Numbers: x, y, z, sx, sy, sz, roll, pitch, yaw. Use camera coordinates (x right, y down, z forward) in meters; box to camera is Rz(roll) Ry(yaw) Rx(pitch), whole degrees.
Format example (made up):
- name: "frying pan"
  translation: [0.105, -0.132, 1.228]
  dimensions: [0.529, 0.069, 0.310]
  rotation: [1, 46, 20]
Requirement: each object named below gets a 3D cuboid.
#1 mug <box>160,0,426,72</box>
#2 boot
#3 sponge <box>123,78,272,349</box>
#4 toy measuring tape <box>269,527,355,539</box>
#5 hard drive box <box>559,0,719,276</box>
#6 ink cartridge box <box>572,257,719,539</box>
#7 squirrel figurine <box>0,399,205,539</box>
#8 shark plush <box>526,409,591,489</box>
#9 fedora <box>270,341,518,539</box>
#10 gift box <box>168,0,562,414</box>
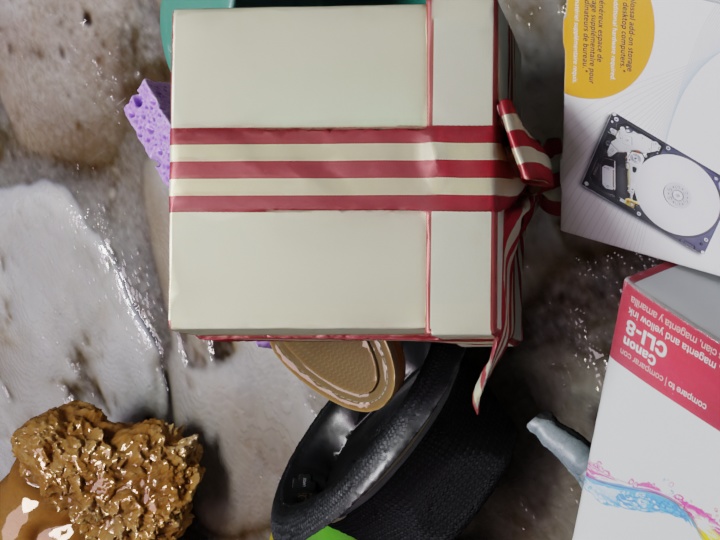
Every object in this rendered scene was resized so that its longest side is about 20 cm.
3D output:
- name: "mug"
  translation: [-0.031, -0.157, 1.302]
  dimensions: [0.114, 0.185, 0.153]
  rotation: [9, 136, 55]
- name: "boot"
  translation: [0.000, 0.000, 1.304]
  dimensions: [0.200, 0.155, 0.077]
  rotation: [44, 120, 32]
- name: "sponge"
  translation: [-0.064, -0.033, 1.378]
  dimensions: [0.030, 0.111, 0.201]
  rotation: [-47, 57, 27]
- name: "toy measuring tape"
  translation: [-0.022, 0.175, 1.420]
  dimensions: [0.073, 0.200, 0.074]
  rotation: [1, 102, 3]
- name: "hard drive box"
  translation: [0.199, -0.075, 1.037]
  dimensions: [0.199, 0.077, 0.157]
  rotation: [16, 130, 24]
- name: "ink cartridge box"
  translation: [0.210, 0.102, 1.109]
  dimensions: [0.144, 0.145, 0.201]
  rotation: [33, 128, 37]
- name: "squirrel figurine"
  translation: [-0.180, 0.199, 1.627]
  dimensions: [0.186, 0.141, 0.201]
  rotation: [38, 134, 25]
- name: "shark plush"
  translation: [0.165, 0.157, 1.234]
  dimensions: [0.091, 0.083, 0.201]
  rotation: [-41, 74, 50]
- name: "fedora"
  translation: [0.032, 0.112, 1.349]
  dimensions: [0.091, 0.201, 0.200]
  rotation: [36, 141, -12]
- name: "gift box"
  translation: [0.010, -0.030, 1.125]
  dimensions: [0.185, 0.185, 0.202]
  rotation: [-1, 91, 9]
